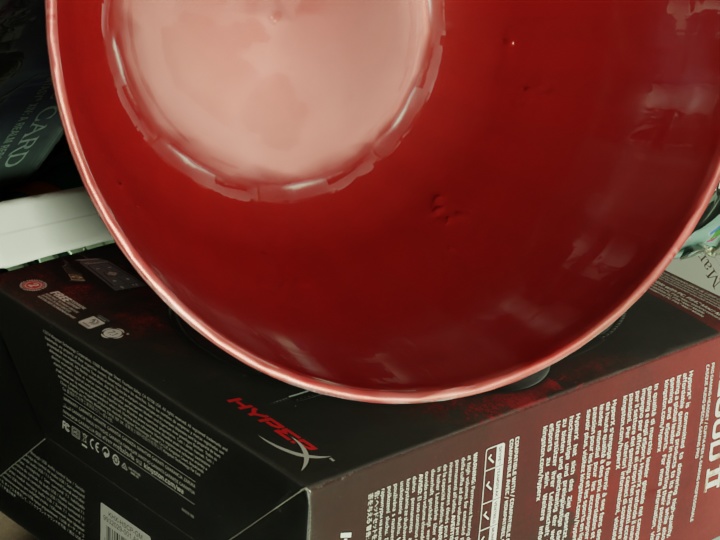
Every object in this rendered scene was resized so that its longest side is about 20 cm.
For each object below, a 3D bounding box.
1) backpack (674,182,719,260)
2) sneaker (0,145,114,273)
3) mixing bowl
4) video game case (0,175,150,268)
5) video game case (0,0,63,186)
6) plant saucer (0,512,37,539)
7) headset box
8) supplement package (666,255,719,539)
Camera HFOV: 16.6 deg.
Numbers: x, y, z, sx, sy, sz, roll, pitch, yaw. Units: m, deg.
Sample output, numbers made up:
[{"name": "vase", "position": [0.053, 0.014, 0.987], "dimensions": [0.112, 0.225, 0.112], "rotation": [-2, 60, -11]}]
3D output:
[{"name": "backpack", "position": [0.106, -0.076, 0.888], "dimensions": [0.126, 0.168, 0.200], "rotation": [-16, 174, 23]}, {"name": "sneaker", "position": [-0.117, 0.012, 0.820], "dimensions": [0.199, 0.072, 0.080], "rotation": [-25, -162, -15]}, {"name": "mixing bowl", "position": [-0.005, -0.071, 0.671], "dimensions": [0.199, 0.201, 0.108], "rotation": [-24, -166, -21]}, {"name": "video game case", "position": [-0.164, 0.006, 0.687], "dimensions": [0.199, 0.018, 0.143], "rotation": [-12, -177, 15]}, {"name": "video game case", "position": [-0.152, -0.053, 0.711], "dimensions": [0.199, 0.019, 0.143], "rotation": [-16, 159, -41]}, {"name": "plant saucer", "position": [-0.128, 0.095, 0.902], "dimensions": [0.200, 0.032, 0.200], "rotation": [-32, 159, -14]}, {"name": "headset box", "position": [0.010, 0.038, 0.726], "dimensions": [0.199, 0.149, 0.078], "rotation": [-17, 122, -38]}, {"name": "supplement package", "position": [0.164, 0.008, 1.132], "dimensions": [0.147, 0.192, 0.200], "rotation": [-15, 157, -40]}]
